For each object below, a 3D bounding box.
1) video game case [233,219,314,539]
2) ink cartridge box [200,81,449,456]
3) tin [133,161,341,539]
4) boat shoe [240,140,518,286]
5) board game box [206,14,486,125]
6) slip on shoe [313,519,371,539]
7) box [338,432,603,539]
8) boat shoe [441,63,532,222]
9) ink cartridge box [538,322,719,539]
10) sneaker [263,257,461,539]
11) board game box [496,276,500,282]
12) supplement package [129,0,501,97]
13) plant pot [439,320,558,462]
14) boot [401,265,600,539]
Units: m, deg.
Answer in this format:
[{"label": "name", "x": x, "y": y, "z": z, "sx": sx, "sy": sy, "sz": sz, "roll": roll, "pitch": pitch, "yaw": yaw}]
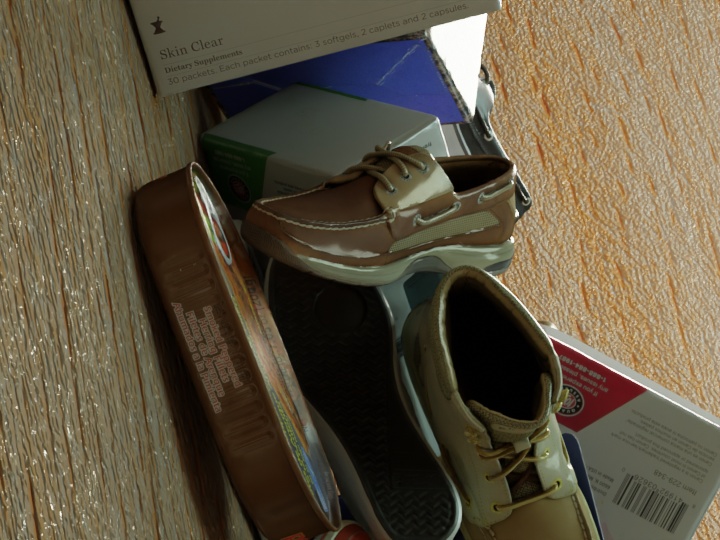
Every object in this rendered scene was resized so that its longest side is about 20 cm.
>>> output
[{"label": "video game case", "x": -0.047, "y": 0.100, "z": 1.466, "sx": 0.200, "sy": 0.024, "sz": 0.182, "roll": -99, "pitch": 172, "yaw": -50}, {"label": "ink cartridge box", "x": 0.000, "y": 0.000, "z": 1.544, "sx": 0.147, "sy": 0.083, "sz": 0.200, "roll": 19, "pitch": -47, "yaw": 49}, {"label": "tin", "x": -0.062, "y": 0.043, "z": 1.284, "sx": 0.112, "sy": 0.042, "sz": 0.200, "roll": 58, "pitch": 10, "yaw": -82}, {"label": "boat shoe", "x": 0.014, "y": -0.037, "z": 1.398, "sx": 0.200, "sy": 0.076, "sz": 0.072, "roll": -5, "pitch": 115, "yaw": -50}, {"label": "board game box", "x": -0.006, "y": -0.195, "z": 1.628, "sx": 0.097, "sy": 0.159, "sz": 0.200, "roll": 59, "pitch": 33, "yaw": -53}, {"label": "slip on shoe", "x": -0.001, "y": 0.213, "z": 1.350, "sx": 0.200, "sy": 0.061, "sz": 0.074, "roll": -88, "pitch": 162, "yaw": -50}, {"label": "box", "x": 0.058, "y": 0.175, "z": 1.516, "sx": 0.032, "sy": 0.200, "sz": 0.121, "roll": -3, "pitch": 76, "yaw": -50}, {"label": "boat shoe", "x": 0.067, "y": -0.111, "z": 1.780, "sx": 0.070, "sy": 0.066, "sz": 0.200, "roll": 15, "pitch": -44, "yaw": 60}, {"label": "ink cartridge box", "x": 0.127, "y": 0.154, "z": 1.603, "sx": 0.200, "sy": 0.148, "sz": 0.086, "roll": -61, "pitch": -179, "yaw": 6}, {"label": "sneaker", "x": -0.006, "y": 0.078, "z": 1.450, "sx": 0.085, "sy": 0.073, "sz": 0.200, "roll": 104, "pitch": -34, "yaw": -72}, {"label": "board game box", "x": 0.029, "y": -0.022, "z": 1.672, "sx": 0.030, "sy": 0.096, "sz": 0.200, "roll": -66, "pitch": 150, "yaw": -26}, {"label": "supplement package", "x": -0.031, "y": -0.195, "z": 1.461, "sx": 0.156, "sy": 0.200, "sz": 0.111, "roll": -89, "pitch": 163, "yaw": -69}, {"label": "plant pot", "x": 0.090, "y": 0.139, "z": 1.744, "sx": 0.201, "sy": 0.201, "sz": 0.189, "roll": -50, "pitch": 128, "yaw": -83}, {"label": "boot", "x": 0.084, "y": 0.097, "z": 1.391, "sx": 0.155, "sy": 0.072, "sz": 0.200, "roll": 118, "pitch": -51, "yaw": -80}]
